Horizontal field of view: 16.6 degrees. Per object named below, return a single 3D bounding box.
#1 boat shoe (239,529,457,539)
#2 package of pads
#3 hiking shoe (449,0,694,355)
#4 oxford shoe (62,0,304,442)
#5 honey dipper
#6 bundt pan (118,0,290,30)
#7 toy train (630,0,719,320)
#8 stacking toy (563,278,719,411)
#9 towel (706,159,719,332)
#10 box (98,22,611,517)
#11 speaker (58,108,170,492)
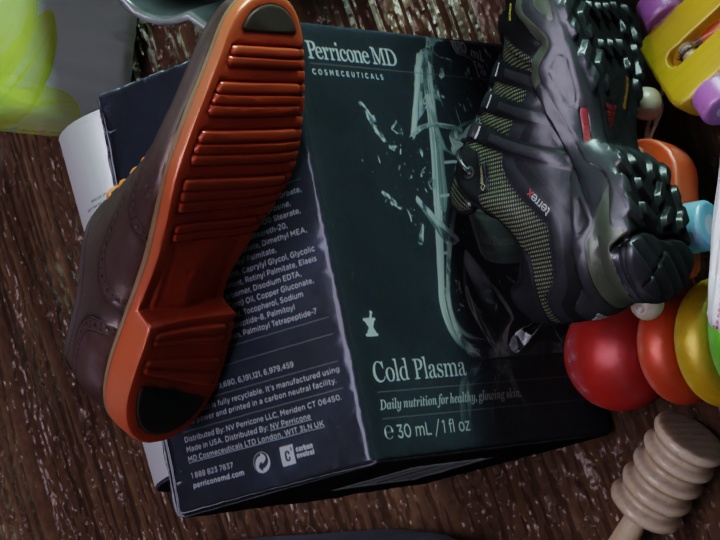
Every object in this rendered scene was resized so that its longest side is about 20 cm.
[{"bbox_3d":[-0.023,0.172,1.259,0.199,0.070,0.067,-8,94,39],"label":"boat shoe"},{"bbox_3d":[-0.205,-0.150,1.309,0.068,0.200,0.155,14,101,44],"label":"package of pads"},{"bbox_3d":[0.073,-0.068,1.086,0.100,0.076,0.201,-24,65,29],"label":"hiking shoe"},{"bbox_3d":[-0.083,-0.030,1.044,0.072,0.071,0.201,32,109,36],"label":"oxford shoe"},{"bbox_3d":[0.108,0.155,1.172,0.038,0.038,0.200,43,118,29],"label":"honey dipper"},{"bbox_3d":[-0.066,-0.223,1.262,0.201,0.076,0.203,3,97,27],"label":"bundt pan"},{"bbox_3d":[0.185,-0.061,1.079,0.199,0.056,0.151,-16,70,36],"label":"toy train"},{"bbox_3d":[0.173,0.032,1.094,0.200,0.085,0.086,-11,84,43],"label":"stacking toy"},{"bbox_3d":[0.239,-0.035,0.978,0.199,0.030,0.147,6,87,26],"label":"towel"},{"bbox_3d":[0.000,0.000,1.150,0.124,0.200,0.197,-19,80,35],"label":"box"},{"bbox_3d":[-0.097,0.010,1.303,0.081,0.081,0.201,-26,75,36],"label":"speaker"}]
